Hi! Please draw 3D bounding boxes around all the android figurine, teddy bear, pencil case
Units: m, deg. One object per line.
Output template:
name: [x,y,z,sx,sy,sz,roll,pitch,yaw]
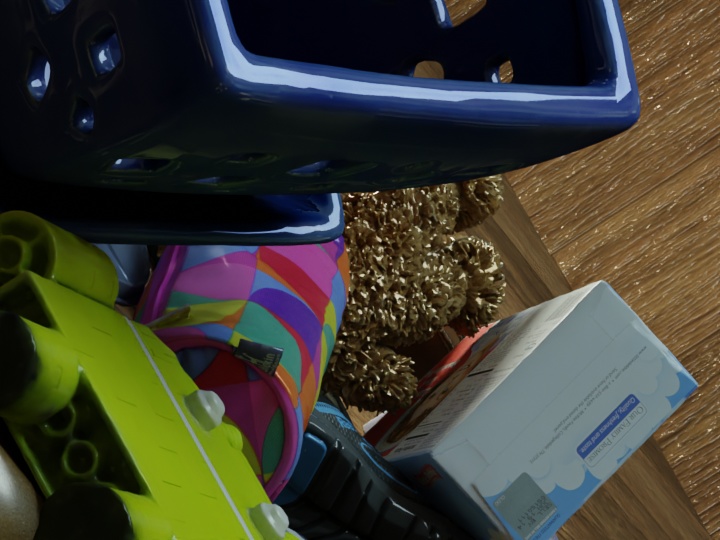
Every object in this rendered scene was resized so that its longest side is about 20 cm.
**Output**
android figurine: [-0.066,0.066,0.909,0.182,0.041,0.200,59,9,19]
teddy bear: [0.000,0.000,1.298,0.067,0.145,0.200,21,11,43]
pencil case: [-0.053,0.028,1.112,0.088,0.088,0.200,55,15,-12]

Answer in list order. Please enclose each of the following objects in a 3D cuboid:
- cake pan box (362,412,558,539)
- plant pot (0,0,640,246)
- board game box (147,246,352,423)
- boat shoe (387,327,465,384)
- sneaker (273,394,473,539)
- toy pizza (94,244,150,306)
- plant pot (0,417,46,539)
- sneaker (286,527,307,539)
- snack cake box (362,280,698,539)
cake pan box: [0.089,0.186,1.585,0.184,0.052,0.200,46,13,-45]
plant pot: [-0.049,-0.113,0.964,0.200,0.180,0.201,-1,71,-43]
board game box: [-0.076,-0.010,1.411,0.200,0.028,0.135,61,9,27]
boat shoe: [-0.018,0.005,1.388,0.200,0.072,0.068,44,18,-27]
sneaker: [0.002,0.109,1.244,0.200,0.073,0.082,53,9,-33]
toy pizza: [-0.151,-0.067,1.151,0.200,0.032,0.200,57,7,-12]
plant pot: [-0.121,0.038,0.923,0.200,0.027,0.200,56,8,-12]
sneaker: [0.020,0.183,1.036,0.203,0.077,0.146,59,10,25]
snack cake box: [0.063,0.077,1.309,0.067,0.115,0.200,47,-16,-5]
